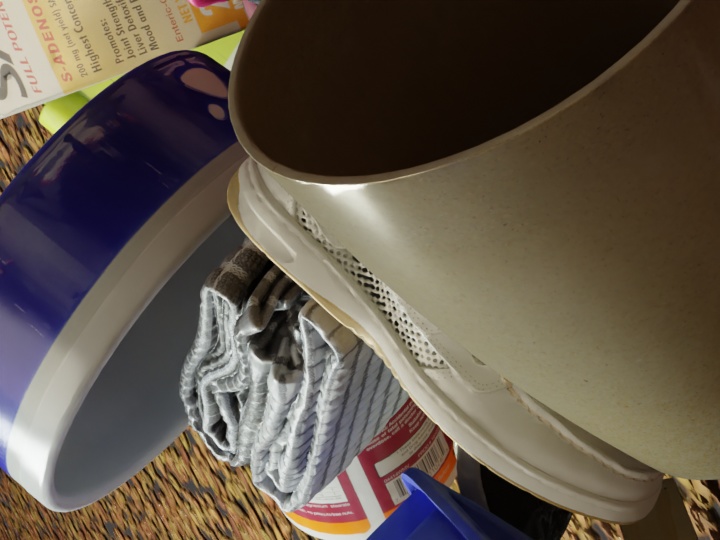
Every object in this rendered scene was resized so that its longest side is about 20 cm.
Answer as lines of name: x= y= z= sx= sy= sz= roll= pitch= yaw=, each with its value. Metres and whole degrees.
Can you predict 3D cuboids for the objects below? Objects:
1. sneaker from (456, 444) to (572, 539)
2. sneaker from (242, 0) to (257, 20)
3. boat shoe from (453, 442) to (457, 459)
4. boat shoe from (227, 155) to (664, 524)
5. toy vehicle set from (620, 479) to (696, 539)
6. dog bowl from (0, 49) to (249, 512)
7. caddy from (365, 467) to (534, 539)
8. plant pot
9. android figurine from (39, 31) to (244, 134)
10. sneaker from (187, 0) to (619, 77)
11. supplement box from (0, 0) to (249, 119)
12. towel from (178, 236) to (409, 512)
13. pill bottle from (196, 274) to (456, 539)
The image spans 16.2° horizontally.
sneaker: x=0.098 y=0.056 z=1.013 sx=0.099 sy=0.071 sz=0.201 roll=23 pitch=135 yaw=25
sneaker: x=-0.013 y=-0.183 z=1.053 sx=0.095 sy=0.079 sz=0.201 roll=-28 pitch=71 yaw=30
boat shoe: x=0.065 y=0.050 z=1.158 sx=0.063 sy=0.073 sz=0.200 roll=54 pitch=160 yaw=17
boat shoe: x=0.043 y=0.011 z=0.933 sx=0.200 sy=0.069 sz=0.071 roll=40 pitch=-153 yaw=0
toy vehicle set: x=0.158 y=0.193 z=1.043 sx=0.125 sy=0.026 sz=0.200 roll=-107 pitch=-7 yaw=-46
dog bowl: x=-0.099 y=0.005 z=1.113 sx=0.079 sy=0.200 sz=0.200 roll=38 pitch=158 yaw=12
caddy: x=0.065 y=0.170 z=1.011 sx=0.200 sy=0.105 sz=0.141 roll=52 pitch=173 yaw=-6
plant pot: x=0.086 y=-0.029 z=0.842 sx=0.200 sy=0.187 sz=0.187 roll=54 pitch=170 yaw=-34
android figurine: x=-0.077 y=-0.116 z=1.200 sx=0.200 sy=0.041 sz=0.182 roll=40 pitch=116 yaw=5
sneaker: x=0.025 y=-0.094 z=0.932 sx=0.199 sy=0.075 sz=0.081 roll=25 pitch=164 yaw=-8
supplement box: x=-0.136 y=-0.146 z=1.149 sx=0.126 sy=0.199 sz=0.074 roll=68 pitch=-154 yaw=-9
towel: x=0.000 y=0.000 z=1.089 sx=0.086 sy=0.166 sz=0.200 roll=40 pitch=159 yaw=12
pill bottle: x=-0.023 y=0.040 z=1.302 sx=0.110 sy=0.109 sz=0.200 roll=44 pitch=163 yaw=45
